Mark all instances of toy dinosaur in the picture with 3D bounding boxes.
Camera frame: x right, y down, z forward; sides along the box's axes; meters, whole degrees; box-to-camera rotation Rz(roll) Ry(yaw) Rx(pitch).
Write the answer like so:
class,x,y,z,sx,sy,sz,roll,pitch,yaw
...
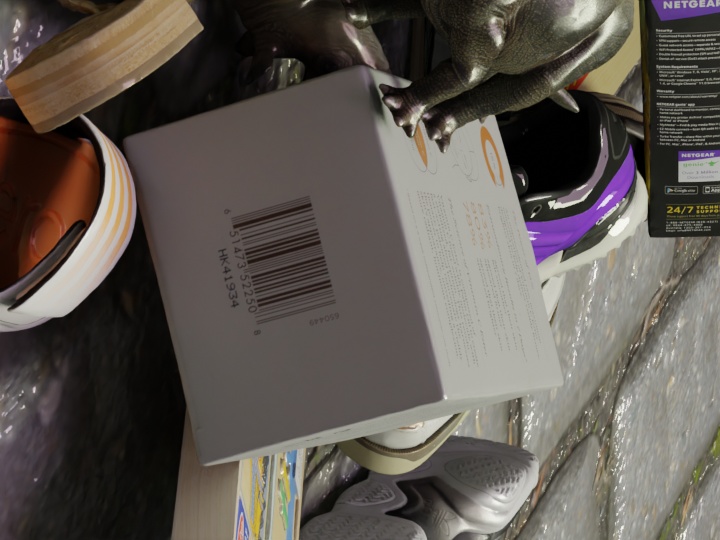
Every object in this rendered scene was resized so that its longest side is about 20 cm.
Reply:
class,x,y,z,sx,sy,sz,roll,pitch,yaw
toy dinosaur,0.058,-0.090,0.849,0.200,0.102,0.077,40,25,-50

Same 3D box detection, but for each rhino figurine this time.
class,x,y,z,sx,sy,sz,roll,pitch,yaw
rhino figurine,-0.019,-0.146,0.941,0.060,0.087,0.200,-119,-153,-60

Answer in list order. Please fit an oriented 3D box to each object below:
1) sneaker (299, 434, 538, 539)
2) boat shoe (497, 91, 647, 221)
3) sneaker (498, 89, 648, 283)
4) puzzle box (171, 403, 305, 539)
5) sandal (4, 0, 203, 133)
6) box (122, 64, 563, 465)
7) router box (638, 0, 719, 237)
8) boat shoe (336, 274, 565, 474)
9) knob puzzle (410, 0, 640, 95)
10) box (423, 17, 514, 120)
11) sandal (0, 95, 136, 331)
class,x,y,z,sx,sy,sz,roll,pitch,yaw
sneaker,0.026,0.160,1.208,0.200,0.075,0.114,-29,128,-55
boat shoe,0.103,-0.057,1.191,0.200,0.073,0.075,-9,115,-50
sneaker,0.040,-0.015,1.074,0.200,0.070,0.100,-38,150,-12
puzzle box,-0.047,0.092,0.961,0.200,0.025,0.133,-87,171,-47
sandal,-0.081,-0.114,0.810,0.070,0.078,0.212,60,18,-13
box,0.000,0.000,0.926,0.200,0.097,0.125,4,71,-73
router box,0.161,-0.140,1.154,0.157,0.052,0.200,82,9,-45
boat shoe,0.056,0.018,1.186,0.200,0.075,0.068,-54,167,-44
knob puzzle,0.075,-0.131,1.226,0.219,0.030,0.220,-21,116,-49
box,0.053,-0.164,1.013,0.200,0.049,0.162,90,3,-81
sandal,-0.117,-0.022,0.782,0.207,0.059,0.079,28,75,-68
